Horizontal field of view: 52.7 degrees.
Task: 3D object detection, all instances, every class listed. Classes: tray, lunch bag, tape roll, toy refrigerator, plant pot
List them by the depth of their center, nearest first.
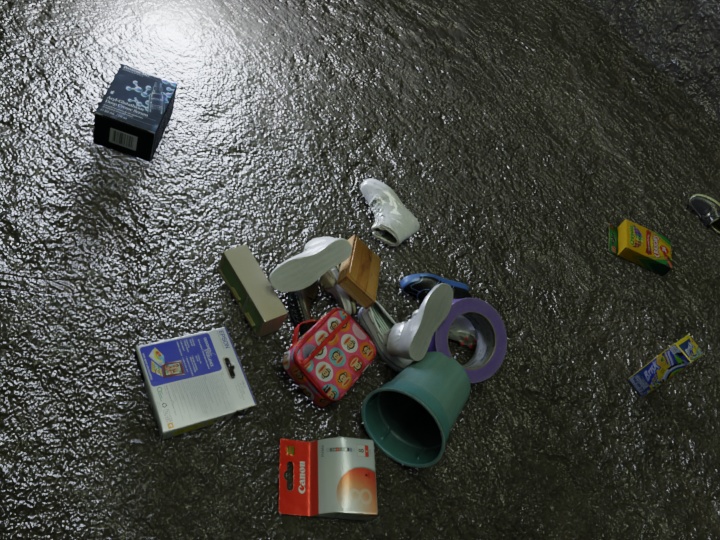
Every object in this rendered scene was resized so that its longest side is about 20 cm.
[{"bbox_3d":[0.137,0.290,1.596,0.200,0.201,0.196,42,43,9],"label":"plant pot"},{"bbox_3d":[-0.075,0.182,1.616,0.176,0.082,0.200,49,49,-5],"label":"lunch bag"},{"bbox_3d":[-0.251,0.047,1.662,0.070,0.076,0.200,-21,67,-34],"label":"toy refrigerator"},{"bbox_3d":[0.245,0.167,1.739,0.199,0.085,0.201,2,84,-23],"label":"tape roll"},{"bbox_3d":[0.000,0.000,1.773,0.099,0.037,0.200,43,25,-19],"label":"tray"}]

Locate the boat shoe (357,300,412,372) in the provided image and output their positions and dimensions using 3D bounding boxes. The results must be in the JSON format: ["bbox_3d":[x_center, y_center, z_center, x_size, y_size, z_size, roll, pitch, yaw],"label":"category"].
[{"bbox_3d":[0.066,0.158,1.730,0.073,0.067,0.200,-32,73,-37],"label":"boat shoe"}]

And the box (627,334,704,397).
[{"bbox_3d":[0.797,0.252,1.904,0.070,0.200,0.064,-21,66,-34],"label":"box"}]

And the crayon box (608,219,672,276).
[{"bbox_3d":[0.875,-0.078,2.278,0.199,0.051,0.127,22,51,-8],"label":"crayon box"}]

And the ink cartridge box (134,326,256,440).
[{"bbox_3d":[-0.344,0.228,1.511,0.199,0.047,0.198,-10,60,-31],"label":"ink cartridge box"}]

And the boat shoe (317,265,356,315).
[{"bbox_3d":[-0.072,0.028,1.766,0.068,0.075,0.201,-16,62,-18],"label":"boat shoe"}]

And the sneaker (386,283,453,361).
[{"bbox_3d":[0.128,0.113,1.671,0.074,0.115,0.201,43,66,-24],"label":"sneaker"}]

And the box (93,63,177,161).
[{"bbox_3d":[-0.562,-0.396,1.823,0.148,0.107,0.201,17,50,-11],"label":"box"}]

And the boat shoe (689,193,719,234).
[{"bbox_3d":[1.214,-0.183,2.493,0.201,0.072,0.066,41,45,2],"label":"boat shoe"}]

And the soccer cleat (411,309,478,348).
[{"bbox_3d":[0.215,0.133,1.821,0.199,0.069,0.078,21,45,-18],"label":"soccer cleat"}]

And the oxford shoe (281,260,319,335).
[{"bbox_3d":[-0.129,0.060,1.710,0.084,0.073,0.201,3,55,-25],"label":"oxford shoe"}]

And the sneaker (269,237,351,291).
[{"bbox_3d":[-0.124,-0.016,1.677,0.199,0.116,0.074,-26,104,-14],"label":"sneaker"}]

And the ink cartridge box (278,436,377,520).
[{"bbox_3d":[-0.065,0.420,1.493,0.199,0.050,0.163,12,52,-20],"label":"ink cartridge box"}]

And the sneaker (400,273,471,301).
[{"bbox_3d":[0.198,0.064,1.856,0.199,0.070,0.078,9,46,-20],"label":"sneaker"}]

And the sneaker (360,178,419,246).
[{"bbox_3d":[0.056,-0.154,1.938,0.200,0.074,0.115,44,47,9],"label":"sneaker"}]
